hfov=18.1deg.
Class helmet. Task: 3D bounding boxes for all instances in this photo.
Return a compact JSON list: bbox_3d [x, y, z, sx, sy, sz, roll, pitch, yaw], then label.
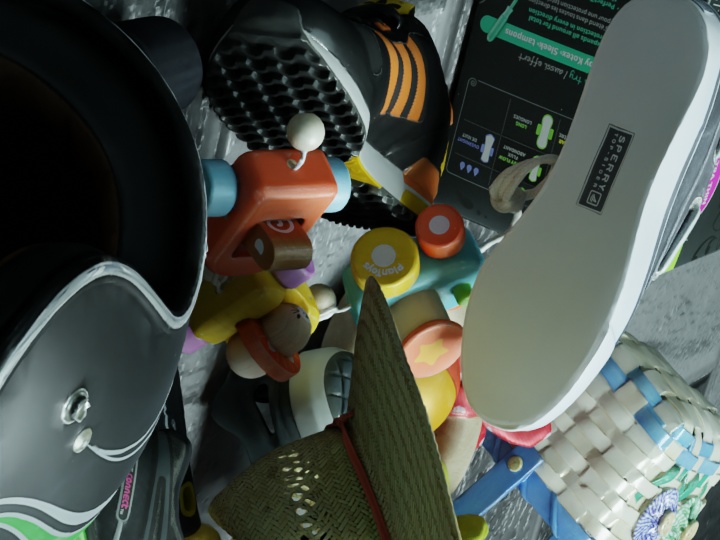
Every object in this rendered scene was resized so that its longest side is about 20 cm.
[{"bbox_3d":[-0.141,0.009,0.644,0.191,0.199,0.201,-27,138,-77],"label":"helmet"}]

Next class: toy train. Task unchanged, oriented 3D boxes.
[{"bbox_3d":[0.000,0.000,0.953,0.199,0.056,0.150,0,146,-40],"label":"toy train"}]

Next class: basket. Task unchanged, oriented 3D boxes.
[{"bbox_3d":[0.109,0.129,1.302,0.200,0.139,0.176,-41,156,14],"label":"basket"}]

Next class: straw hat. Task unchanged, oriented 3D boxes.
[{"bbox_3d":[-0.013,0.104,0.874,0.085,0.202,0.202,-14,139,-5],"label":"straw hat"}]

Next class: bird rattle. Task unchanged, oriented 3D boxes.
[{"bbox_3d":[0.036,0.068,1.147,0.200,0.112,0.163,-54,136,-28],"label":"bird rattle"}]

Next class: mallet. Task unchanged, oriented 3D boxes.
[{"bbox_3d":[-0.087,0.007,0.848,0.066,0.041,0.201,-13,103,-54],"label":"mallet"}]

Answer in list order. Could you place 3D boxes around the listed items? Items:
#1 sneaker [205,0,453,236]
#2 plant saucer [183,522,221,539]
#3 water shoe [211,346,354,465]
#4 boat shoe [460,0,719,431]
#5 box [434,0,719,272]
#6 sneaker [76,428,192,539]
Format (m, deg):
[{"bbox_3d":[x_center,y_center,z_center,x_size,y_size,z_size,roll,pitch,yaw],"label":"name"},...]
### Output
[{"bbox_3d":[-0.007,-0.088,0.971,0.200,0.070,0.091,53,50,-62],"label":"sneaker"},{"bbox_3d":[-0.097,0.233,0.879,0.200,0.048,0.201,-41,117,-42],"label":"plant saucer"},{"bbox_3d":[-0.011,0.130,1.062,0.071,0.079,0.201,-36,116,-57],"label":"water shoe"},{"bbox_3d":[0.110,-0.021,0.973,0.068,0.072,0.201,12,102,-53],"label":"boat shoe"},{"bbox_3d":[0.140,-0.114,1.152,0.148,0.124,0.201,-19,127,-56],"label":"box"},{"bbox_3d":[-0.067,0.150,0.815,0.083,0.077,0.201,-17,102,-25],"label":"sneaker"}]
